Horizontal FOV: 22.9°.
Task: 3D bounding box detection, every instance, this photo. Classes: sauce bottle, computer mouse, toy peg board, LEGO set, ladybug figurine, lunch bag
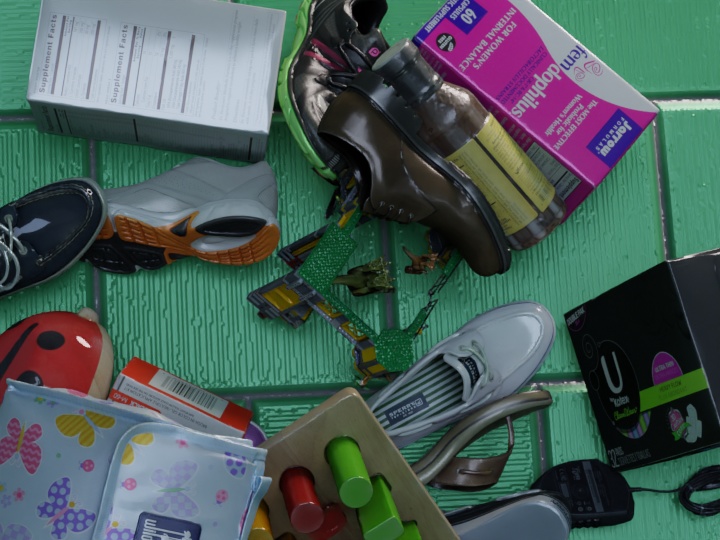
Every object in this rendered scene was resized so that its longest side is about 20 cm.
[{"bbox_3d":[0.089,-0.107,1.474,0.065,0.065,0.200,-44,106,-12],"label":"sauce bottle"},{"bbox_3d":[0.238,0.192,1.515,0.200,0.034,0.059,-1,52,-11],"label":"computer mouse"},{"bbox_3d":[-0.030,0.233,1.361,0.199,0.098,0.200,-34,108,2],"label":"toy peg board"},{"bbox_3d":[0.000,0.000,1.501,0.154,0.116,0.200,34,63,-18],"label":"LEGO set"},{"bbox_3d":[-0.276,0.111,1.426,0.136,0.072,0.200,18,72,41],"label":"ladybug figurine"},{"bbox_3d":[-0.178,0.182,1.296,0.200,0.127,0.170,16,86,17],"label":"lunch bag"}]

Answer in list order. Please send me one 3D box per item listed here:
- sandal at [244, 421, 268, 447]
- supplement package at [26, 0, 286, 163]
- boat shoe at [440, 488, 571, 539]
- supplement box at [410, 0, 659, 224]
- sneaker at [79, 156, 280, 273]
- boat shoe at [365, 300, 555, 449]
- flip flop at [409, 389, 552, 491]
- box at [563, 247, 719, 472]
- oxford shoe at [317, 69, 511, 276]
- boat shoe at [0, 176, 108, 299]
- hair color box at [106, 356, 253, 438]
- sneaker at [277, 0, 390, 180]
[{"bbox_3d":[-0.176,0.150,1.467,0.202,0.050,0.083,3,79,-5],"label":"sandal"},{"bbox_3d":[-0.170,-0.167,1.498,0.200,0.114,0.110,8,80,-4],"label":"supplement package"},{"bbox_3d":[0.080,0.228,1.469,0.199,0.068,0.074,-28,94,14],"label":"boat shoe"},{"bbox_3d":[0.139,-0.150,1.528,0.200,0.103,0.101,40,69,1],"label":"supplement box"},{"bbox_3d":[-0.163,-0.054,1.508,0.200,0.076,0.092,1,48,5],"label":"sneaker"},{"bbox_3d":[0.086,0.092,1.497,0.200,0.067,0.074,-36,85,-11],"label":"boat shoe"},{"bbox_3d":[0.080,0.166,1.475,0.200,0.081,0.058,-37,79,-7],"label":"flip flop"},{"bbox_3d":[0.276,0.069,1.444,0.124,0.200,0.149,-13,80,-20],"label":"box"},{"bbox_3d":[0.040,-0.060,1.438,0.200,0.073,0.084,46,75,-7],"label":"oxford shoe"},{"bbox_3d":[-0.299,-0.015,1.450,0.200,0.062,0.075,-25,84,12],"label":"boat shoe"},{"bbox_3d":[-0.177,0.184,1.418,0.111,0.064,0.200,25,102,-1],"label":"hair color box"},{"bbox_3d":[-0.017,-0.167,1.498,0.084,0.077,0.200,-11,54,25],"label":"sneaker"}]
